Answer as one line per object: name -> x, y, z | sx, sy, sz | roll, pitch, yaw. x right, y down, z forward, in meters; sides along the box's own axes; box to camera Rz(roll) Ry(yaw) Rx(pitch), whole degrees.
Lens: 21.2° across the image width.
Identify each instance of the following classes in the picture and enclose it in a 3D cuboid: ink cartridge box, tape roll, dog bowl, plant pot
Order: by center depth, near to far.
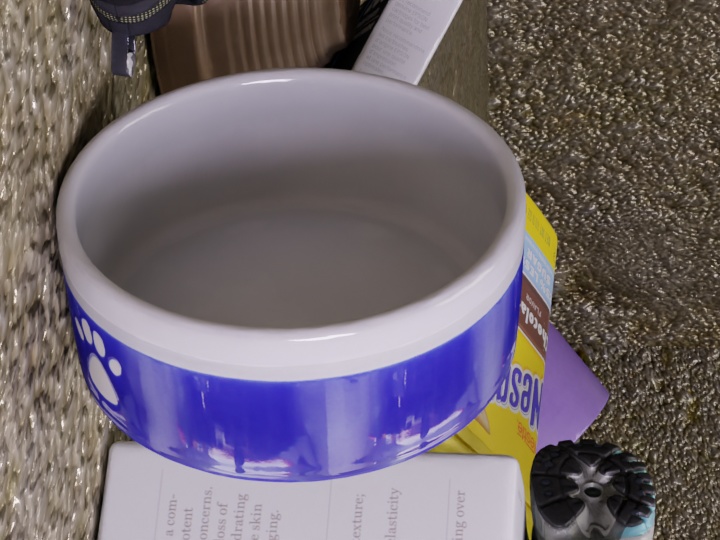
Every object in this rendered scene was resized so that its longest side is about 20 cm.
dog bowl -> -0.028, -0.003, 0.831 | 0.201, 0.198, 0.079 | -78, 169, -53
plant pot -> -0.050, -0.173, 1.039 | 0.201, 0.092, 0.203 | 1, 90, -82
ink cartridge box -> 0.005, -0.119, 1.118 | 0.201, 0.043, 0.198 | -60, -171, -12
tape roll -> 0.066, 0.115, 1.293 | 0.085, 0.200, 0.200 | 49, 11, -1

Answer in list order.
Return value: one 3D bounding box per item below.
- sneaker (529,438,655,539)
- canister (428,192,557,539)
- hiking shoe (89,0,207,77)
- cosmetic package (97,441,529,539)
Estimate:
sneaker -> 0.113, 0.173, 0.905 | 0.201, 0.077, 0.087 | -78, 170, -54
canister -> 0.046, 0.043, 1.058 | 0.149, 0.086, 0.201 | 45, 44, -44
hiking shoe -> -0.088, -0.176, 0.878 | 0.201, 0.075, 0.101 | -66, 167, -48
cosmetic package -> -0.020, 0.189, 0.935 | 0.167, 0.198, 0.169 | 74, 19, -65
